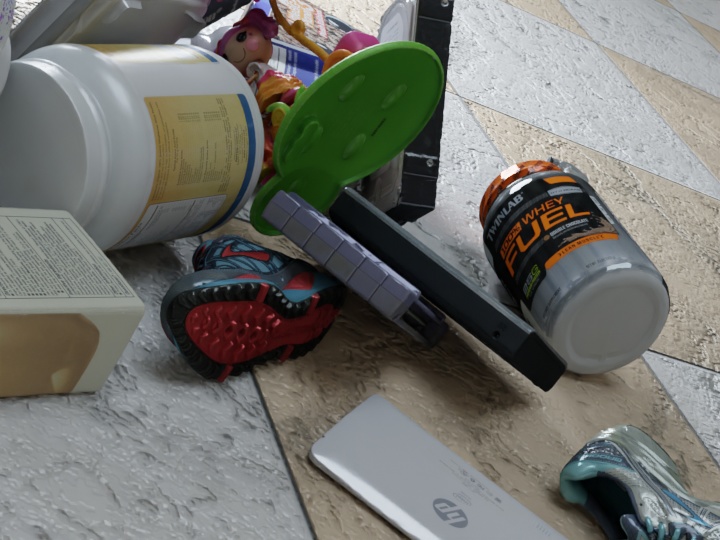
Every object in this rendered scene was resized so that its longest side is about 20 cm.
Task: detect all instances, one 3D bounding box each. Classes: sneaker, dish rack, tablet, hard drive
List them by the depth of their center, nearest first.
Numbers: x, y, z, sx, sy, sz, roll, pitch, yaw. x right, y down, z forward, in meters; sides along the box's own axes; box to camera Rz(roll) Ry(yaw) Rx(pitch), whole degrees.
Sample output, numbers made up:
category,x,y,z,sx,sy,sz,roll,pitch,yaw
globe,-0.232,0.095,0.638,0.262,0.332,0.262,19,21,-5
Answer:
category,x,y,z,sx,sy,sz,roll,pitch,yaw
tablet,0.066,0.164,1.075,0.200,0.014,0.130,36,24,10
sneaker,-0.094,0.020,1.100,0.095,0.080,0.200,35,13,21
sneaker,0.228,0.201,1.150,0.200,0.078,0.086,37,35,29
dish rack,-0.198,-0.172,1.196,0.044,0.171,0.200,52,16,8
hard drive,0.072,0.017,1.272,0.200,0.033,0.140,38,0,24
hard drive,0.038,-0.142,1.360,0.038,0.202,0.140,7,-8,-13

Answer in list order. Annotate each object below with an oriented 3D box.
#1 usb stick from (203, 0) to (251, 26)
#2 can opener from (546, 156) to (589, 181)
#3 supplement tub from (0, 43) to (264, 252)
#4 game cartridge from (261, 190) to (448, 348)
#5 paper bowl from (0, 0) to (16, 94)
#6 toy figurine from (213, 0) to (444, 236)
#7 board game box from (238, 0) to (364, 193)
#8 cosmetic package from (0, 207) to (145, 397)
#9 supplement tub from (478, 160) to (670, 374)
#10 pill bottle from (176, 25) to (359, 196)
category,x,y,z,sx,sy,sz,roll,pitch,yaw
usb stick,-0.167,-0.226,1.400,0.033,0.056,0.200,40,53,18
can opener,0.196,-0.054,1.631,0.053,0.067,0.200,31,37,-3
supplement tub,-0.176,-0.087,1.102,0.145,0.145,0.200,41,25,20
game cartridge,0.000,0.000,1.196,0.130,0.038,0.200,43,1,14
paper bowl,-0.303,-0.134,0.986,0.104,0.200,0.201,48,7,-44
toy figurine,-0.059,-0.161,1.226,0.150,0.200,0.184,3,44,-50
board game box,-0.038,-0.177,1.511,0.199,0.097,0.160,28,23,-11
cosmetic package,-0.237,0.018,0.912,0.199,0.071,0.105,2,38,-50
supplement tub,0.188,-0.009,1.428,0.122,0.123,0.200,16,27,-32
pill bottle,-0.088,-0.146,1.353,0.199,0.116,0.116,17,26,-16
